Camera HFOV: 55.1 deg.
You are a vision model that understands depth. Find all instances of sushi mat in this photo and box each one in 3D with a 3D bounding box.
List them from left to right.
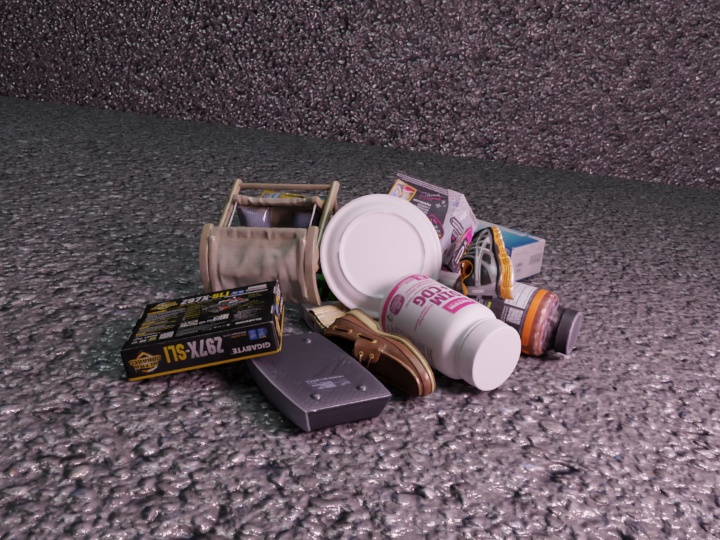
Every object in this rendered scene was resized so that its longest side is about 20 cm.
[{"bbox_3d":[0.020,0.069,1.109,0.199,0.012,0.096,-13,41,-38],"label":"sushi mat"}]

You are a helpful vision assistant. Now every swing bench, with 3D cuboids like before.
[{"bbox_3d":[-0.146,-0.050,1.161,0.197,0.130,0.200,2,37,15],"label":"swing bench"}]

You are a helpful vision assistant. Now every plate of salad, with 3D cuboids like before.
[{"bbox_3d":[0.033,-0.023,1.111,0.199,0.202,0.048,4,-9,-8],"label":"plate of salad"}]

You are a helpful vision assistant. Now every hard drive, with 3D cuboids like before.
[{"bbox_3d":[-0.065,0.139,0.891,0.134,0.043,0.200,-4,21,-32],"label":"hard drive"}]

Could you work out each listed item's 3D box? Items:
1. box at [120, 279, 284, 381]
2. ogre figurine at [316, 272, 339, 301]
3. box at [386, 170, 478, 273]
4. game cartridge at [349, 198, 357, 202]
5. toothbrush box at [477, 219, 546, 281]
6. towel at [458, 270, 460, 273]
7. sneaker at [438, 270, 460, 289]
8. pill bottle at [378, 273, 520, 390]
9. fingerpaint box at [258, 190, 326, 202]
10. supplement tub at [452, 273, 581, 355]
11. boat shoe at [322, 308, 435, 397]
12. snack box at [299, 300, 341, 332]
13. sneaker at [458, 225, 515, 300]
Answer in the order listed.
[{"bbox_3d":[-0.206,0.077,0.936,0.199,0.050,0.160,-11,18,-1],"label":"box"},{"bbox_3d":[0.000,0.000,1.226,0.098,0.200,0.120,50,7,-12],"label":"ogre figurine"},{"bbox_3d":[0.123,-0.078,1.237,0.132,0.115,0.200,23,-2,20],"label":"box"},{"bbox_3d":[0.074,-0.124,1.464,0.132,0.041,0.200,8,1,23],"label":"game cartridge"},{"bbox_3d":[0.278,-0.047,1.508,0.199,0.086,0.146,23,24,37],"label":"toothbrush box"},{"bbox_3d":[0.159,-0.021,1.360,0.199,0.032,0.192,12,45,13],"label":"towel"},{"bbox_3d":[0.136,0.045,1.240,0.199,0.073,0.085,21,56,25],"label":"sneaker"},{"bbox_3d":[0.127,0.088,1.003,0.113,0.114,0.200,-7,23,-36],"label":"pill bottle"},{"bbox_3d":[-0.159,-0.125,1.597,0.166,0.074,0.200,7,18,0],"label":"fingerpaint box"},{"bbox_3d":[0.247,0.072,1.109,0.199,0.108,0.107,18,21,27],"label":"supplement tub"},{"bbox_3d":[0.022,0.121,0.948,0.067,0.072,0.200,-25,36,-28],"label":"boat shoe"},{"bbox_3d":[0.004,0.072,1.145,0.199,0.024,0.072,-2,21,-25],"label":"snack box"},{"bbox_3d":[0.188,-0.014,1.077,0.077,0.079,0.200,-8,21,5],"label":"sneaker"}]
